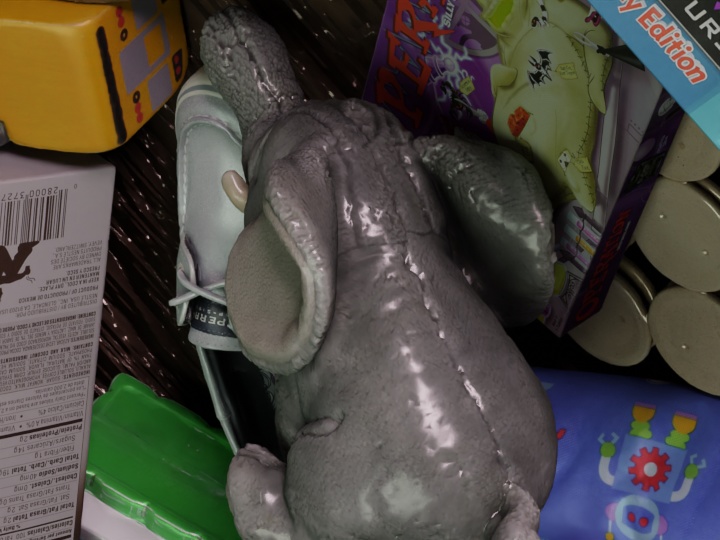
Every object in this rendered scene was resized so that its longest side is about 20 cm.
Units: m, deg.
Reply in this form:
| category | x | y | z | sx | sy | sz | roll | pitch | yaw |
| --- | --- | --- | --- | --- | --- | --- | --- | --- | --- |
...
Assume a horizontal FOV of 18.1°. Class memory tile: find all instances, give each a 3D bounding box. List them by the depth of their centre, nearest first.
| category | x | y | z | sx | sy | sz | roll | pitch | yaw |
| --- | --- | --- | --- | --- | --- | --- | --- | --- | --- |
| memory tile | 0.140 | -0.011 | 0.813 | 0.199 | 0.017 | 0.154 | 18 | 136 | 41 |

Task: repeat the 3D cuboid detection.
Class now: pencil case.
| category | x | y | z | sx | sy | sz | roll | pitch | yaw |
| --- | --- | --- | --- | --- | --- | --- | --- | --- | --- |
| pencil case | 0.115 | 0.087 | 0.896 | 0.199 | 0.087 | 0.078 | 8 | 166 | 32 |

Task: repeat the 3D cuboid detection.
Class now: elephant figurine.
| category | x | y | z | sx | sy | sz | roll | pitch | yaw |
| --- | --- | --- | --- | --- | --- | --- | --- | --- | --- |
| elephant figurine | 0.000 | 0.000 | 0.824 | 0.154 | 0.141 | 0.202 | -6 | 99 | 24 |

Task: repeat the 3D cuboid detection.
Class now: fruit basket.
| category | x | y | z | sx | sy | sz | roll | pitch | yaw |
| --- | --- | --- | --- | --- | --- | --- | --- | --- | --- |
| fruit basket | -0.100 | 0.155 | 1.103 | 0.184 | 0.094 | 0.201 | 29 | 135 | 12 |

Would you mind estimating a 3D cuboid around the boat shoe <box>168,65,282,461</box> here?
| category | x | y | z | sx | sy | sz | roll | pitch | yaw |
| --- | --- | --- | --- | --- | --- | --- | --- | --- | --- |
| boat shoe | -0.043 | 0.011 | 0.953 | 0.070 | 0.072 | 0.202 | 9 | 131 | 30 |

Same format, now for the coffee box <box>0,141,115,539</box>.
| category | x | y | z | sx | sy | sz | roll | pitch | yaw |
| --- | --- | --- | --- | --- | --- | --- | --- | --- | --- |
| coffee box | -0.176 | 0.032 | 0.993 | 0.113 | 0.079 | 0.201 | 33 | 123 | 44 |

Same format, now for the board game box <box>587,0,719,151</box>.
| category | x | y | z | sx | sy | sz | roll | pitch | yaw |
| --- | --- | --- | --- | --- | --- | --- | --- | --- | --- |
| board game box | 0.110 | -0.115 | 0.664 | 0.200 | 0.151 | 0.047 | 47 | 129 | -9 |

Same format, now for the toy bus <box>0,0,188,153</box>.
| category | x | y | z | sx | sy | sz | roll | pitch | yaw |
| --- | --- | --- | --- | --- | --- | --- | --- | --- | --- |
| toy bus | -0.177 | -0.106 | 0.943 | 0.199 | 0.078 | 0.065 | 15 | 135 | 26 |

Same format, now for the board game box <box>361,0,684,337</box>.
| category | x | y | z | sx | sy | sz | roll | pitch | yaw |
| --- | --- | --- | --- | --- | --- | --- | --- | --- | --- |
| board game box | 0.061 | -0.078 | 0.803 | 0.120 | 0.032 | 0.201 | 46 | 146 | 24 |

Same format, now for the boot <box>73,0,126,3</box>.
| category | x | y | z | sx | sy | sz | roll | pitch | yaw |
| --- | --- | --- | --- | --- | --- | --- | --- | --- | --- |
| boot | -0.069 | -0.139 | 0.844 | 0.199 | 0.074 | 0.076 | 8 | 143 | 24 |
